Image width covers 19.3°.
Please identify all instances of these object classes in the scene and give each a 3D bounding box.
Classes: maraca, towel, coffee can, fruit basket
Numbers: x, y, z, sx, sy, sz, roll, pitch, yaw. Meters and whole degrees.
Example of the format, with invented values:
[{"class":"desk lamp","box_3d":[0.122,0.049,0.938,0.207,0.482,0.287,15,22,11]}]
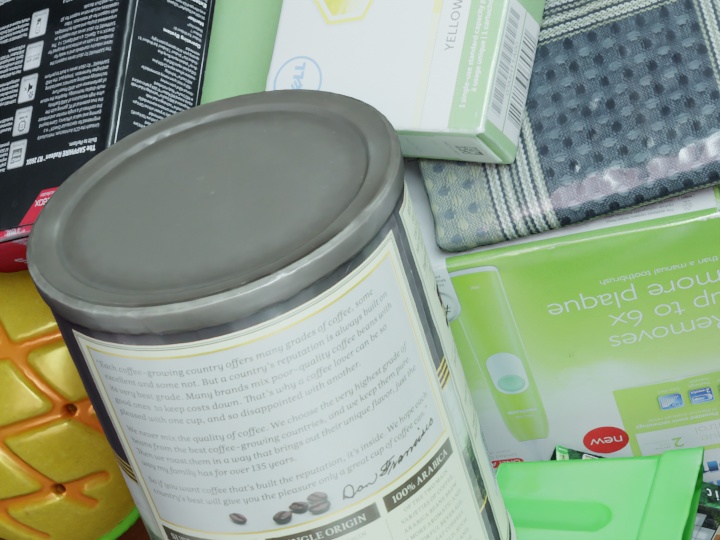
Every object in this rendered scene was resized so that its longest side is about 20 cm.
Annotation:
[{"class":"maraca","box_3d":[-0.148,0.043,1.008,0.137,0.107,0.200,16,110,15]},{"class":"towel","box_3d":[0.104,-0.118,0.886,0.192,0.035,0.200,-16,68,15]},{"class":"coffee can","box_3d":[-0.030,0.051,0.838,0.146,0.147,0.200,-10,123,13]},{"class":"fruit basket","box_3d":[0.132,0.191,0.890,0.215,0.216,0.156,10,129,11]}]

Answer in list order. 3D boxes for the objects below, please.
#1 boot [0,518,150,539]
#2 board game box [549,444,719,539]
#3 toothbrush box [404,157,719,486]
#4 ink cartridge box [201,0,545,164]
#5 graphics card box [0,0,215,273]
[{"class":"boot","box_3d":[-0.140,0.100,1.101,0.200,0.068,0.189,24,107,16]},{"class":"board game box","box_3d":[0.169,0.148,0.998,0.199,0.023,0.105,14,127,-8]},{"class":"toothbrush box","box_3d":[0.105,0.022,0.961,0.145,0.200,0.086,-10,49,12]},{"class":"ink cartridge box","box_3d":[-0.018,-0.124,0.894,0.200,0.048,0.146,6,78,26]},{"class":"graphics card box","box_3d":[-0.121,-0.103,0.930,0.125,0.051,0.201,-10,69,45]}]
